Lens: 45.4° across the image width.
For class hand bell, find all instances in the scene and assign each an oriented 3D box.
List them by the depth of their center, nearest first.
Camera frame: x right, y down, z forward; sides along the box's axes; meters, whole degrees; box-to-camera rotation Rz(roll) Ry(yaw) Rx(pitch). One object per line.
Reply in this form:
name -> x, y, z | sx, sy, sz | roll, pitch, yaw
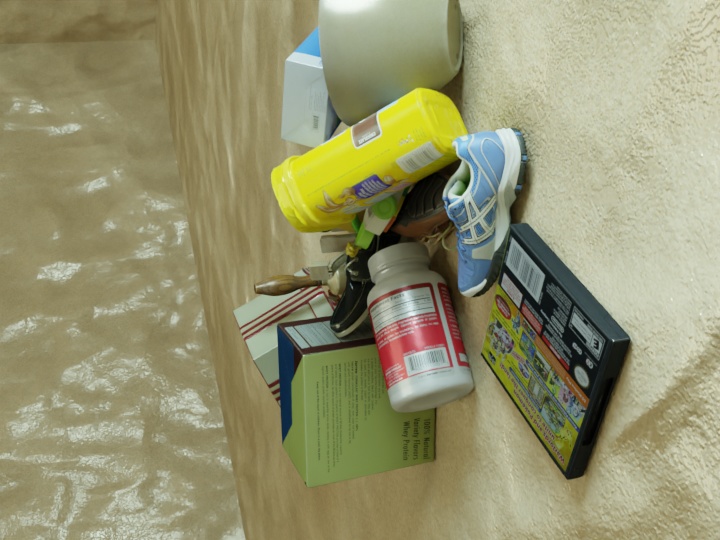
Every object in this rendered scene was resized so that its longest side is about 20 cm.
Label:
hand bell -> -0.077, 0.017, 1.400 | 0.104, 0.196, 0.106 | 173, 90, -71

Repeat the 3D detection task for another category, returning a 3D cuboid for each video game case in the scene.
video game case -> 0.195, 0.080, 0.900 | 0.201, 0.025, 0.183 | -121, 31, -49

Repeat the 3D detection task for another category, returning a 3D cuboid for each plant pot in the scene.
plant pot -> 0.047, -0.274, 1.004 | 0.200, 0.132, 0.205 | 0, -90, -72

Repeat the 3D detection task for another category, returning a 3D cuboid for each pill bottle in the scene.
pill bottle -> 0.071, 0.072, 1.123 | 0.112, 0.110, 0.203 | 124, 136, -62

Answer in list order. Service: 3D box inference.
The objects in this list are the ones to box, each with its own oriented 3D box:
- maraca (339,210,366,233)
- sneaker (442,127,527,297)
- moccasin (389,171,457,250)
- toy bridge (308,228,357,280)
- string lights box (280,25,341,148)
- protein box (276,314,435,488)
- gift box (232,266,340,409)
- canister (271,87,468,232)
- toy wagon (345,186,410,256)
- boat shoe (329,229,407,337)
maraca -> -0.014, -0.118, 1.330 | 0.200, 0.105, 0.140 | 59, -160, -71
sneaker -> 0.126, -0.063, 0.956 | 0.076, 0.075, 0.203 | -110, 23, -61
moccasin -> 0.093, -0.069, 1.076 | 0.201, 0.077, 0.075 | 139, 154, -72
toy bridge -> -0.032, -0.044, 1.398 | 0.201, 0.066, 0.028 | -72, -25, -61
string lights box -> -0.038, -0.246, 1.082 | 0.201, 0.058, 0.104 | -64, -14, -53
protein box -> -0.007, 0.177, 1.249 | 0.135, 0.196, 0.202 | -143, 49, -64
gift box -> -0.099, 0.116, 1.497 | 0.185, 0.185, 0.202 | 54, 170, 49
canister -> 0.016, -0.126, 0.992 | 0.198, 0.148, 0.088 | -26, 85, 24
toy wagon -> 0.035, -0.108, 1.148 | 0.155, 0.039, 0.203 | -98, 30, -75
boat shoe -> 0.000, 0.000, 1.212 | 0.071, 0.067, 0.202 | -13, 45, 55
